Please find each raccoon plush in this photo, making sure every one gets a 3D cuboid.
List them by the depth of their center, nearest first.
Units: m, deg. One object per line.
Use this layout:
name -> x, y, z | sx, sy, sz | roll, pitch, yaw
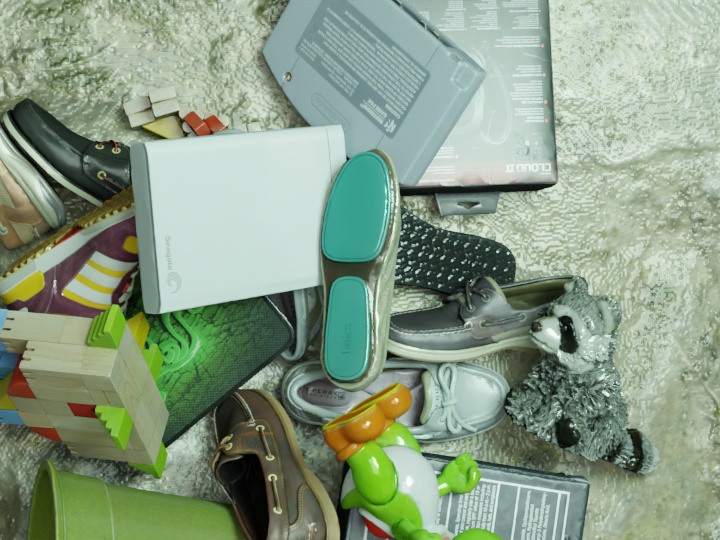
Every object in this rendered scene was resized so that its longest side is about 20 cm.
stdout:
raccoon plush -> 0.207, 0.089, 1.323 | 0.097, 0.200, 0.134 | 28, 94, 39

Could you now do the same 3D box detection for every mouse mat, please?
mouse mat -> -0.172, 0.054, 1.304 | 0.200, 0.008, 0.161 | -40, 93, 20

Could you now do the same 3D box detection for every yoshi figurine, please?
yoshi figurine -> 0.058, 0.188, 1.197 | 0.112, 0.112, 0.200 | -27, 91, -14

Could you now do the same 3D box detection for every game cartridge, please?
game cartridge -> 0.005, -0.168, 1.299 | 0.200, 0.040, 0.133 | 46, 112, 28

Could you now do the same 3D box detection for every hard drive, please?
hard drive -> -0.090, -0.045, 1.233 | 0.200, 0.027, 0.132 | -10, 98, -41

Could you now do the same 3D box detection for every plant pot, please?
plant pot -> -0.170, 0.256, 1.261 | 0.189, 0.200, 0.201 | 3, 87, -19

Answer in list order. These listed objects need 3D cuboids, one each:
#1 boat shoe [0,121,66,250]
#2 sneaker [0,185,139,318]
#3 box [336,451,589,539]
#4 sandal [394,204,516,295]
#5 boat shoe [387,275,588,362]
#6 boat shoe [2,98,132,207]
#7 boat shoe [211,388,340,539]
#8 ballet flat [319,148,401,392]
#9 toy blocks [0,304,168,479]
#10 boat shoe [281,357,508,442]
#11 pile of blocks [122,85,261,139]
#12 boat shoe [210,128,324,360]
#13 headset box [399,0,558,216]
boat shoe -> -0.333, -0.104, 1.302 | 0.072, 0.076, 0.200 | -38, 90, -5
sneaker -> -0.203, -0.004, 1.262 | 0.200, 0.075, 0.090 | -27, 106, 22
box -> 0.073, 0.257, 1.304 | 0.198, 0.123, 0.201 | 10, 84, -6
sandal -> 0.041, -0.018, 1.358 | 0.200, 0.048, 0.076 | 21, 87, -18
boat shoe -> 0.108, 0.036, 1.325 | 0.199, 0.072, 0.065 | -3, 114, -19
boat shoe -> -0.213, -0.082, 1.308 | 0.201, 0.074, 0.063 | 39, 103, -10
boat shoe -> -0.085, 0.162, 1.260 | 0.070, 0.200, 0.071 | 6, 117, -31
ballet flat -> 0.000, 0.000, 1.269 | 0.067, 0.062, 0.201 | 7, 88, 20
toy blocks -> -0.243, 0.096, 1.255 | 0.136, 0.200, 0.100 | 5, 57, 12
boat shoe -> 0.033, 0.110, 1.328 | 0.201, 0.065, 0.075 | 6, 87, -8
pile of blocks -> -0.116, -0.100, 1.331 | 0.199, 0.062, 0.082 | 20, 85, -5
boat shoe -> -0.083, -0.022, 1.300 | 0.074, 0.065, 0.202 | -11, 111, 21
headset box -> 0.092, -0.149, 1.349 | 0.148, 0.077, 0.201 | -3, 89, -6
